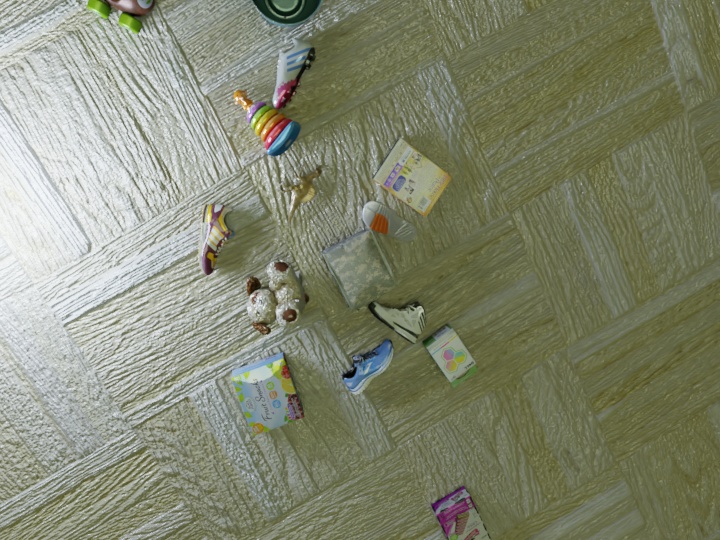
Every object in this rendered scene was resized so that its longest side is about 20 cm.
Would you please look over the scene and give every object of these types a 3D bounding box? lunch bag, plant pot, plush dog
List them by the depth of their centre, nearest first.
[{"bbox_3d":[-0.194,-0.728,1.364,0.197,0.134,0.203,-2,101,-10],"label":"plant pot"},{"bbox_3d":[-0.248,0.090,1.523,0.169,0.160,0.203,-16,75,8],"label":"plush dog"},{"bbox_3d":[0.000,0.000,1.540,0.163,0.118,0.202,-27,99,-4],"label":"lunch bag"}]

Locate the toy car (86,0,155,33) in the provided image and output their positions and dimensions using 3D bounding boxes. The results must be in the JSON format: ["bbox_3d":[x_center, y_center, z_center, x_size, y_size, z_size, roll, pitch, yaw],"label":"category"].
[{"bbox_3d":[-0.591,-0.699,1.268,0.156,0.200,0.166,23,96,-13],"label":"toy car"}]

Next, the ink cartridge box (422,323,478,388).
[{"bbox_3d":[0.294,0.281,1.670,0.103,0.059,0.201,-35,104,-2],"label":"ink cartridge box"}]

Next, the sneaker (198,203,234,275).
[{"bbox_3d":[-0.402,-0.083,1.479,0.089,0.075,0.203,5,101,-5],"label":"sneaker"}]

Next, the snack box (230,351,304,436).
[{"bbox_3d":[-0.278,0.372,1.588,0.166,0.068,0.203,-18,102,-6],"label":"snack box"}]

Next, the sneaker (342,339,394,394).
[{"bbox_3d":[0.022,0.286,1.617,0.089,0.079,0.200,43,91,-16],"label":"sneaker"}]

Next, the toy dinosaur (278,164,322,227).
[{"bbox_3d":[-0.181,-0.225,1.498,0.100,0.058,0.202,30,94,-15],"label":"toy dinosaur"}]

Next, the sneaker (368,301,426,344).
[{"bbox_3d":[0.121,0.126,1.616,0.200,0.076,0.116,37,84,-22],"label":"sneaker"}]

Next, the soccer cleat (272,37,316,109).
[{"bbox_3d":[-0.200,-0.538,1.435,0.086,0.070,0.202,30,86,-1],"label":"soccer cleat"}]

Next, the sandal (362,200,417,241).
[{"bbox_3d":[0.080,-0.146,1.562,0.205,0.059,0.080,27,107,-34],"label":"sandal"}]

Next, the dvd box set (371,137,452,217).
[{"bbox_3d":[0.153,-0.274,1.559,0.199,0.029,0.147,33,93,-13],"label":"dvd box set"}]

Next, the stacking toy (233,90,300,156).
[{"bbox_3d":[-0.269,-0.415,1.436,0.200,0.110,0.116,42,100,-2],"label":"stacking toy"}]

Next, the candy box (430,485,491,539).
[{"bbox_3d":[0.342,0.856,1.785,0.135,0.061,0.202,-28,104,-4],"label":"candy box"}]
